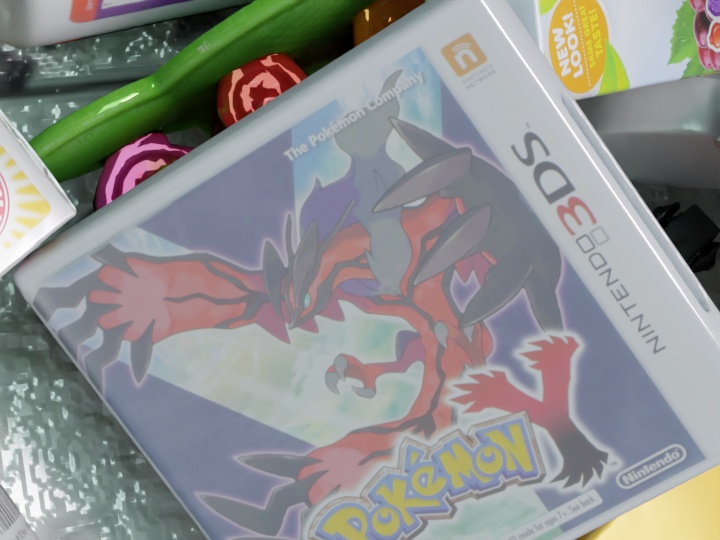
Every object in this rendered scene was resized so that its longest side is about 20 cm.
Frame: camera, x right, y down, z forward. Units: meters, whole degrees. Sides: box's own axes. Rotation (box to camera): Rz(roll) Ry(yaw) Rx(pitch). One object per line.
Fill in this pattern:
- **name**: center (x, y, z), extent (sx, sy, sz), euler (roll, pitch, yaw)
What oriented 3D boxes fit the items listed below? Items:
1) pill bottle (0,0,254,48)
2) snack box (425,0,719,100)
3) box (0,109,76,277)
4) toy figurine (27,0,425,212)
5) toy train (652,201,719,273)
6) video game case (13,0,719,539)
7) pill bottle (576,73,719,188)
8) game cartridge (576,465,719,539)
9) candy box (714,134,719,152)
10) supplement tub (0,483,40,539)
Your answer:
- **pill bottle**: center (-0.048, -0.154, 0.974), extent (0.199, 0.111, 0.112), euler (-14, 87, -23)
- **snack box**: center (0.075, -0.162, 0.903), extent (0.142, 0.053, 0.201), euler (-14, 100, -48)
- **box**: center (-0.210, 0.010, 0.885), extent (0.200, 0.112, 0.102), euler (-42, 98, -23)
- **toy figurine**: center (0.000, 0.000, 0.941), extent (0.199, 0.150, 0.185), euler (-27, 84, -11)
- **toy train**: center (0.064, 0.040, 1.024), extent (0.200, 0.046, 0.034), euler (-38, 79, -23)
- **video game case**: center (0.011, 0.025, 0.882), extent (0.183, 0.199, 0.023), euler (54, 25, -13)
- **pill bottle**: center (0.136, -0.139, 1.043), extent (0.112, 0.113, 0.201), euler (11, 78, -19)
- **game cartridge**: center (0.152, 0.151, 1.009), extent (0.200, 0.032, 0.177), euler (-42, 97, -21)
- **candy box**: center (0.243, -0.061, 0.966), extent (0.200, 0.061, 0.137), euler (-43, 113, -13)
- **supplement tub**: center (-0.140, 0.158, 0.879), extent (0.132, 0.132, 0.201), euler (-35, 95, -22)
